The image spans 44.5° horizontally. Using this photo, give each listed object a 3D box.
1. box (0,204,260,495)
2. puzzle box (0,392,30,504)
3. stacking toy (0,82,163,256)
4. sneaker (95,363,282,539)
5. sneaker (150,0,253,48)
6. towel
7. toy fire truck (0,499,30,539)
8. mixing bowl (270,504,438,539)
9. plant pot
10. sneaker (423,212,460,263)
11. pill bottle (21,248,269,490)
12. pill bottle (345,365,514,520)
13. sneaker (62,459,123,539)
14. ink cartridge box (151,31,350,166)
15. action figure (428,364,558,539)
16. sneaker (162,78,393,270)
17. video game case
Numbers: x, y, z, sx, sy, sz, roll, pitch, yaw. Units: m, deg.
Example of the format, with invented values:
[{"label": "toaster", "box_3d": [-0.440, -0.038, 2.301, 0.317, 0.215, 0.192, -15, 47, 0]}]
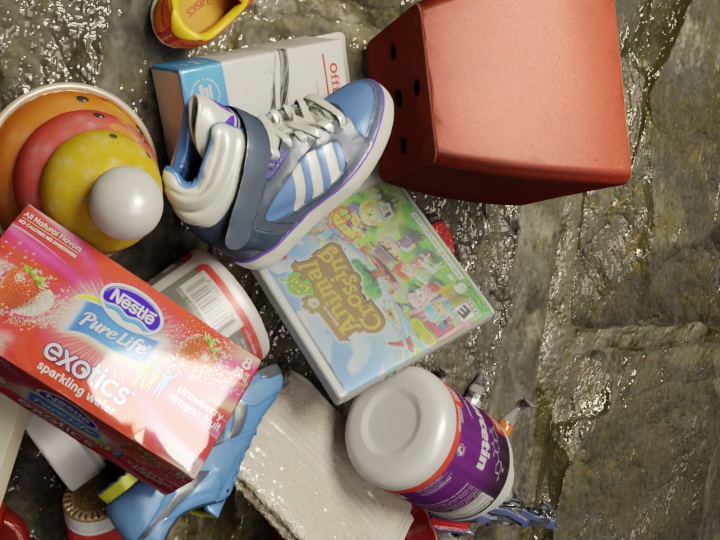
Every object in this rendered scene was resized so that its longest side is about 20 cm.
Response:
[{"label": "box", "box_3d": [-0.184, 0.061, 0.623, 0.199, 0.095, 0.100, 35, 59, -10]}, {"label": "puzzle box", "box_3d": [-0.326, 0.159, 0.636, 0.131, 0.025, 0.203, 13, 75, 5]}, {"label": "stacking toy", "box_3d": [-0.189, -0.058, 0.646, 0.144, 0.199, 0.149, -10, 108, -32]}, {"label": "sneaker", "box_3d": [-0.126, 0.157, 0.743, 0.079, 0.066, 0.200, 52, 49, -1]}, {"label": "sneaker", "box_3d": [-0.092, -0.260, 0.738, 0.073, 0.077, 0.201, 43, 76, -32]}, {"label": "towel", "box_3d": [-0.033, 0.205, 0.828, 0.200, 0.034, 0.133, 48, 41, -10]}, {"label": "toy fire truck", "box_3d": [-0.354, 0.268, 0.684, 0.165, 0.112, 0.204, 8, 97, -17]}, {"label": "mixing bowl", "box_3d": [-0.022, 0.302, 0.886, 0.198, 0.108, 0.203, 23, 50, -31]}, {"label": "plant pot", "box_3d": [0.112, -0.164, 0.820, 0.173, 0.199, 0.204, -7, 90, -21]}, {"label": "sneaker", "box_3d": [0.032, 0.017, 0.896, 0.080, 0.095, 0.201, 53, 46, -22]}, {"label": "pill bottle", "box_3d": [-0.185, 0.082, 0.739, 0.199, 0.113, 0.115, -37, 120, -21]}, {"label": "pill bottle", "box_3d": [0.077, 0.175, 0.853, 0.200, 0.112, 0.114, 38, 80, -49]}, {"label": "sneaker", "box_3d": [-0.181, 0.205, 0.802, 0.199, 0.071, 0.114, -27, 135, -44]}, {"label": "ink cartridge box", "box_3d": [-0.074, -0.141, 0.785, 0.198, 0.067, 0.118, -20, 114, -30]}, {"label": "action figure", "box_3d": [0.135, 0.226, 1.006, 0.197, 0.105, 0.196, 19, 97, -11]}, {"label": "sneaker", "box_3d": [-0.067, -0.106, 0.693, 0.201, 0.080, 0.147, -49, 141, -5]}, {"label": "video game case", "box_3d": [0.000, 0.000, 0.817, 0.180, 0.201, 0.022, -25, 158, -26]}]
